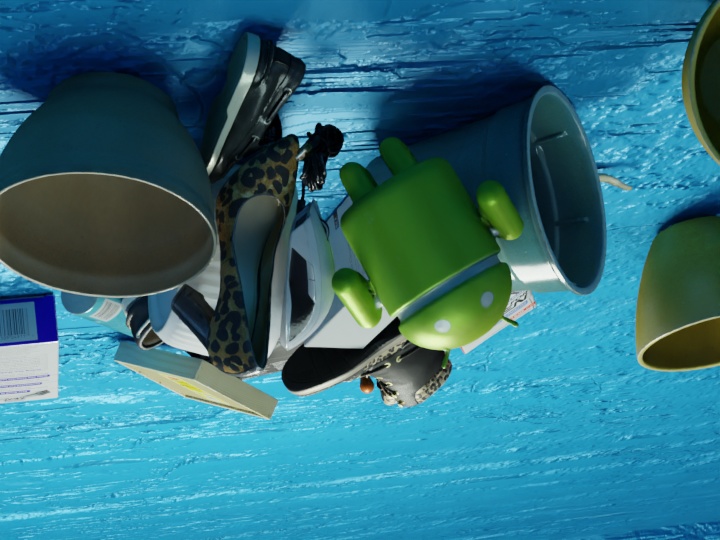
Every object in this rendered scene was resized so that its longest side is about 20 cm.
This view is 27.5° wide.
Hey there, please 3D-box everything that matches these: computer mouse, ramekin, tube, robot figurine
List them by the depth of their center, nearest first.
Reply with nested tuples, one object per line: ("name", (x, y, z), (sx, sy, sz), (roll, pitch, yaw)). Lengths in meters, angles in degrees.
("robot figurine", (0.058, -0.019, 1.312), (0.174, 0.201, 0.116), (-30, 175, 5))
("computer mouse", (-0.040, -0.024, 1.314), (0.043, 0.202, 0.110), (7, -162, 2))
("ramekin", (-0.139, -0.010, 1.436), (0.104, 0.202, 0.200), (9, 153, -19))
("tube", (-0.274, 0.047, 1.716), (0.077, 0.051, 0.200), (-17, 160, 17))

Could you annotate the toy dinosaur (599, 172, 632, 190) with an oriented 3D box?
("toy dinosaur", (0.200, -0.086, 1.586), (0.198, 0.048, 0.088), (-10, 173, 0))

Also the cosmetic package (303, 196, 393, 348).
("cosmetic package", (0.000, 0.000, 1.625), (0.080, 0.114, 0.200), (2, 153, -26))

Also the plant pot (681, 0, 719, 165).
("plant pot", (0.365, -0.169, 1.297), (0.198, 0.202, 0.142), (-8, -172, -4))

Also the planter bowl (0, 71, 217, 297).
("planter bowl", (-0.220, -0.083, 1.271), (0.198, 0.136, 0.201), (0, 149, 0))

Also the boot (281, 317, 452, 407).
("boot", (0.015, 0.117, 1.772), (0.199, 0.073, 0.151), (-32, 142, -2))

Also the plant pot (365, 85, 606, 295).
("plant pot", (0.115, -0.058, 1.441), (0.194, 0.202, 0.200), (-12, 159, 27))

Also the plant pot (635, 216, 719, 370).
("plant pot", (0.419, 0.021, 1.787), (0.198, 0.143, 0.200), (-8, 158, -3))

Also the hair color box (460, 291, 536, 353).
("hair color box", (0.139, 0.019, 1.750), (0.110, 0.064, 0.200), (-33, 155, 1))

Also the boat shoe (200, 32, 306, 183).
("boat shoe", (-0.097, -0.134, 1.303), (0.065, 0.075, 0.200), (10, 144, -16))

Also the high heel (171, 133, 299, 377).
("high heel", (-0.080, -0.010, 1.274), (0.071, 0.142, 0.201), (23, 101, -41))

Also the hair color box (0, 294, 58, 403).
("hair color box", (-0.415, 0.097, 1.754), (0.108, 0.065, 0.200), (-4, 156, -14))

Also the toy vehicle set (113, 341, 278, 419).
("toy vehicle set", (-0.206, 0.135, 1.820), (0.124, 0.027, 0.199), (33, 164, -35))

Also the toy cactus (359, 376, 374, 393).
("toy cactus", (0.041, 0.071, 1.862), (0.164, 0.103, 0.201), (-20, 148, 0))

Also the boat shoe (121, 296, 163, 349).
("boat shoe", (-0.180, 0.017, 1.623), (0.199, 0.061, 0.074), (-32, 151, 17))

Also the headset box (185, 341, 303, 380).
("headset box", (-0.131, 0.063, 1.769), (0.147, 0.078, 0.200), (-14, 157, 10))
